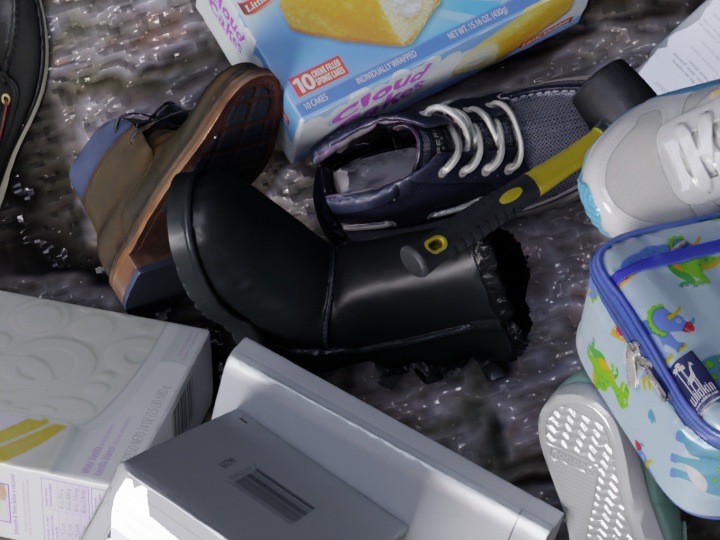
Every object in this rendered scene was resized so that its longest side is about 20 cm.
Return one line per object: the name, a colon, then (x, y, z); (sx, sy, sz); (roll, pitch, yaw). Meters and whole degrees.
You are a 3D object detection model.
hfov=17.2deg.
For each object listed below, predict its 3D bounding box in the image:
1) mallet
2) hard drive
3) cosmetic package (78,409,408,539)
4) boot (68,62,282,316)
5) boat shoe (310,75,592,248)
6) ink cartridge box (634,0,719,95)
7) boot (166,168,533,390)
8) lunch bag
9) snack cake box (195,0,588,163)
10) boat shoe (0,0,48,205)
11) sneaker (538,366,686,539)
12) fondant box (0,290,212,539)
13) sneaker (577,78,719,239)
mallet: (0.102, -0.041, 1.272); (0.066, 0.041, 0.200); (44, 54, 6)
hard drive: (0.004, 0.134, 1.312); (0.199, 0.132, 0.027); (29, 42, 14)
cosmetic package: (-0.092, 0.197, 1.213); (0.123, 0.199, 0.200); (34, 101, 9)
boot: (-0.114, -0.069, 1.346); (0.097, 0.075, 0.200); (55, 136, 22)
boat shoe: (0.065, -0.066, 1.346); (0.199, 0.093, 0.075); (-21, 76, 4)
ink cartridge box: (0.270, -0.088, 1.342); (0.200, 0.043, 0.196); (-42, 78, 1)
boot: (0.000, 0.000, 1.297); (0.162, 0.198, 0.074); (-6, 58, 18)
lunch bag: (0.219, 0.035, 1.219); (0.199, 0.083, 0.161); (-11, 47, -19)
snack cake box: (0.020, -0.160, 1.357); (0.199, 0.067, 0.115); (-28, 76, -15)
boat shoe: (-0.238, -0.097, 1.422); (0.073, 0.063, 0.202); (11, 80, 14)
sneaker: (0.161, 0.133, 1.304); (0.073, 0.118, 0.201); (3, 115, 33)
fondant box: (-0.199, 0.079, 1.343); (0.199, 0.058, 0.145); (9, 37, 12)
sneaker: (0.208, -0.074, 1.259); (0.199, 0.081, 0.077); (-22, 87, -15)
